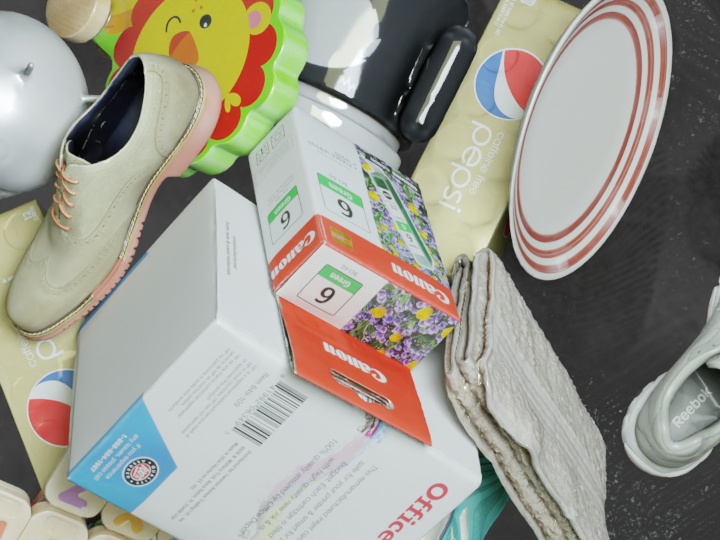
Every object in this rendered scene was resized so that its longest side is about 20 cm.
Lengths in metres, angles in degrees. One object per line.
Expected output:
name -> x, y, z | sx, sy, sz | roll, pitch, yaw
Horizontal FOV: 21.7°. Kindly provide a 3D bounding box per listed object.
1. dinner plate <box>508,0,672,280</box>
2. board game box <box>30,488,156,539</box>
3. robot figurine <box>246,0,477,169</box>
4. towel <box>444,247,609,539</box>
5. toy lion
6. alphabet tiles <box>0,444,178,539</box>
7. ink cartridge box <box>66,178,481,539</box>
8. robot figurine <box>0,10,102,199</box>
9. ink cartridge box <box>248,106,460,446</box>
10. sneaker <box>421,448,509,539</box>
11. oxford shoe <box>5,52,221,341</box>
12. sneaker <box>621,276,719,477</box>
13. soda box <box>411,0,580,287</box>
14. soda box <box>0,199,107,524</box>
dinner plate -> 0.144, -0.091, 1.213 | 0.024, 0.200, 0.201 | 21, 81, 31
board game box -> -0.146, 0.141, 1.239 | 0.103, 0.019, 0.201 | 35, 82, 0
robot figurine -> -0.005, -0.144, 1.228 | 0.124, 0.150, 0.201 | 27, 83, -13
towel -> 0.109, 0.092, 1.171 | 0.034, 0.133, 0.200 | -20, 124, 22
toy lion -> -0.099, -0.168, 1.197 | 0.192, 0.069, 0.201 | 40, 100, 35
alphabet tiles -> -0.173, 0.204, 1.177 | 0.199, 0.015, 0.196 | 27, 106, -24
ink cartridge box -> -0.052, 0.080, 1.132 | 0.199, 0.146, 0.147 | 33, 116, -25
robot figurine -> -0.252, -0.097, 1.184 | 0.199, 0.169, 0.114 | -12, 84, 34
ink cartridge box -> 0.000, 0.000, 1.100 | 0.109, 0.201, 0.050 | 30, 118, -31
sneaker -> 0.068, 0.120, 1.241 | 0.079, 0.077, 0.201 | 23, 78, -28
oxford shoe -> -0.168, -0.049, 1.141 | 0.071, 0.074, 0.201 | 38, 100, 34
sneaker -> 0.254, 0.052, 1.241 | 0.076, 0.092, 0.200 | 35, 81, 1
soda box -> 0.088, -0.083, 1.246 | 0.067, 0.064, 0.201 | 25, 81, 14
soda box -> -0.197, 0.061, 1.210 | 0.067, 0.064, 0.201 | -23, 79, -2
